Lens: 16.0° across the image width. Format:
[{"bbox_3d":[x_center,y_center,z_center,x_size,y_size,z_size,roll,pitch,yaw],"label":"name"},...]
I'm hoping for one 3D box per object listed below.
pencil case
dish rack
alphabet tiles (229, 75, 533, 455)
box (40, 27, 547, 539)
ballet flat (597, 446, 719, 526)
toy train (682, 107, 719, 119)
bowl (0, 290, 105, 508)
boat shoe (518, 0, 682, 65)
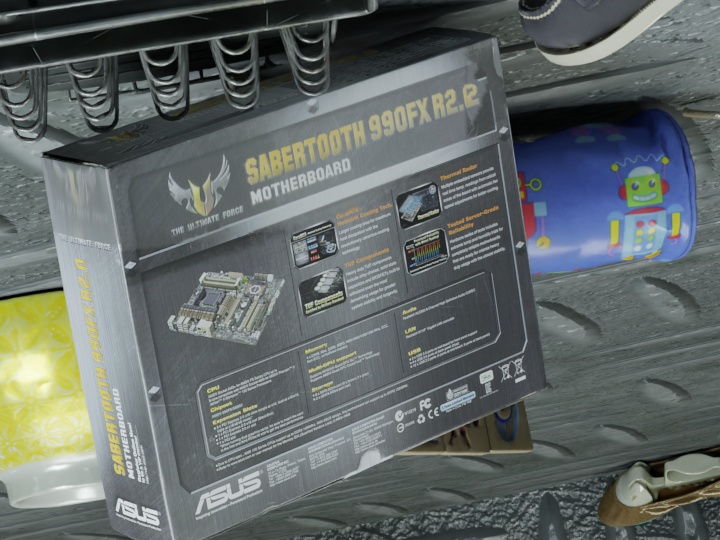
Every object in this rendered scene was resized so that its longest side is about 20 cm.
[{"bbox_3d":[0.064,-0.030,1.261,0.199,0.078,0.087,-8,-175,-10],"label":"pencil case"},{"bbox_3d":[-0.074,-0.086,0.935,0.153,0.055,0.200,-8,169,-3],"label":"dish rack"},{"bbox_3d":[0.000,0.000,1.128,0.008,0.168,0.200,-20,165,38],"label":"alphabet tiles"},{"bbox_3d":[-0.022,0.003,1.027,0.200,0.159,0.048,-22,-160,-34],"label":"box"},{"bbox_3d":[0.350,0.238,2.889,0.199,0.068,0.072,-15,147,24],"label":"ballet flat"},{"bbox_3d":[0.247,-0.021,1.238,0.199,0.116,0.085,9,137,10],"label":"toy train"},{"bbox_3d":[-0.180,0.084,1.548,0.199,0.108,0.200,-10,169,-2],"label":"bowl"},{"bbox_3d":[0.100,-0.129,0.913,0.063,0.073,0.200,39,160,-12],"label":"boat shoe"}]
